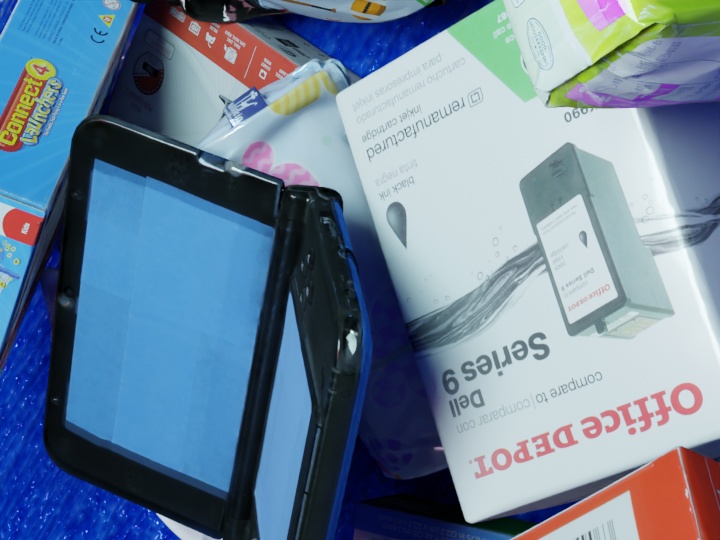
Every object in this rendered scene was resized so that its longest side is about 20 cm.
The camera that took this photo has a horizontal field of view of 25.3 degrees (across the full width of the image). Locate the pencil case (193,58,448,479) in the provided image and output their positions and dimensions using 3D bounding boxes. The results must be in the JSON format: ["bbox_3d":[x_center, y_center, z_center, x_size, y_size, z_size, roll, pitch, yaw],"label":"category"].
[{"bbox_3d":[0.000,0.000,0.753,0.091,0.083,0.200,-33,99,-4],"label":"pencil case"}]

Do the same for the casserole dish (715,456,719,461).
[{"bbox_3d":[0.145,0.010,0.709,0.200,0.039,0.121,39,115,31],"label":"casserole dish"}]

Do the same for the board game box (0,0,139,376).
[{"bbox_3d":[-0.184,-0.043,0.850,0.200,0.056,0.196,-78,13,-45],"label":"board game box"}]

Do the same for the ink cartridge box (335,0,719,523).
[{"bbox_3d":[0.091,-0.010,0.674,0.146,0.084,0.201,-27,75,37],"label":"ink cartridge box"}]

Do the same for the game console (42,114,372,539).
[{"bbox_3d":[-0.076,0.060,0.695,0.171,0.118,0.200,-104,21,-57],"label":"game console"}]

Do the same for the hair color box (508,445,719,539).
[{"bbox_3d":[0.145,0.139,0.602,0.111,0.200,0.064,-36,44,33],"label":"hair color box"}]

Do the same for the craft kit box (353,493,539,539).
[{"bbox_3d":[0.079,0.221,0.764,0.200,0.048,0.198,7,93,39],"label":"craft kit box"}]

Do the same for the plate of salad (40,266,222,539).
[{"bbox_3d":[-0.109,0.078,0.867,0.200,0.048,0.200,46,158,25],"label":"plate of salad"}]

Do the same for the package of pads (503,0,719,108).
[{"bbox_3d":[0.130,-0.140,0.613,0.068,0.200,0.155,-34,70,48],"label":"package of pads"}]

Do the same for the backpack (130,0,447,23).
[{"bbox_3d":[-0.021,-0.213,0.762,0.190,0.154,0.200,21,85,22],"label":"backpack"}]

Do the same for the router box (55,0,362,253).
[{"bbox_3d":[-0.064,-0.038,0.873,0.200,0.049,0.180,37,113,33],"label":"router box"}]
